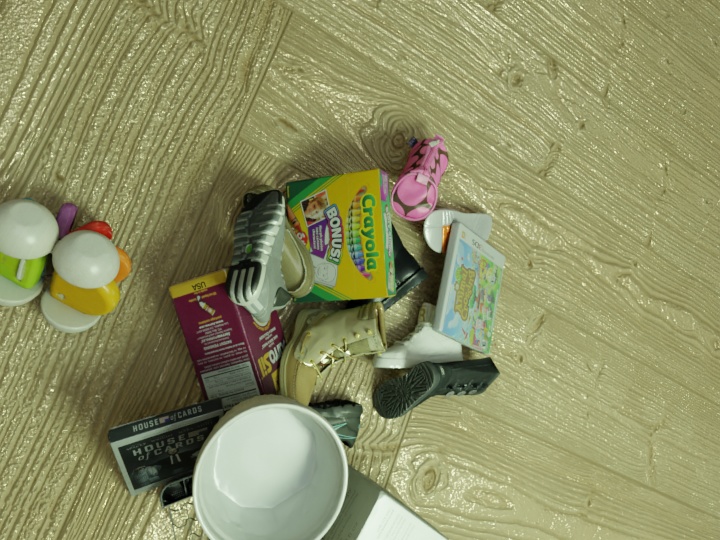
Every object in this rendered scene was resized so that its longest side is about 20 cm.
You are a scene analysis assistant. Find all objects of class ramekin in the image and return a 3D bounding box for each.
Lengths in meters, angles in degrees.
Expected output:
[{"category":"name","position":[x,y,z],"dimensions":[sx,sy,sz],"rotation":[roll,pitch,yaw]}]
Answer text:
[{"category":"ramekin","position":[-0.121,0.264,0.755],"dimensions":[0.195,0.105,0.206],"rotation":[-1,93,-15]}]

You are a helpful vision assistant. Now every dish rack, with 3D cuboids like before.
[{"category":"dish rack","position":[-0.219,0.411,0.883],"dimensions":[0.150,0.054,0.205],"rotation":[-12,82,-24]}]

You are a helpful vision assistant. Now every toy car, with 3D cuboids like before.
[{"category":"toy car","position":[-0.419,-0.026,0.789],"dimensions":[0.197,0.175,0.152],"rotation":[28,43,-19]}]

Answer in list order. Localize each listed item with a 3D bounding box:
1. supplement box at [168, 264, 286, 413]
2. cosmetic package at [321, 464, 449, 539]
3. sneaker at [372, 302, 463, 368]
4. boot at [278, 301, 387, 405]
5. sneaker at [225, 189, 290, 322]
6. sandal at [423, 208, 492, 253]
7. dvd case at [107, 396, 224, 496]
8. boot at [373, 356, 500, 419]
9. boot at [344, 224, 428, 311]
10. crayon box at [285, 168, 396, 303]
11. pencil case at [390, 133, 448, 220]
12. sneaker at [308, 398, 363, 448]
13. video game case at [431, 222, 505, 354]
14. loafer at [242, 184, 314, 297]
[{"category":"supplement box","position":[-0.190,0.096,0.866],"dimensions":[0.101,0.131,0.205],"rotation":[-15,96,14]},{"category":"cosmetic package","position":[0.009,0.440,0.914],"dimensions":[0.166,0.199,0.169],"rotation":[39,74,-17]},{"category":"sneaker","position":[0.103,0.119,1.043],"dimensions":[0.196,0.073,0.119],"rotation":[-1,86,-33]},{"category":"boot","position":[-0.038,0.132,0.885],"dimensions":[0.202,0.152,0.074],"rotation":[-77,153,-49]},{"category":"sneaker","position":[-0.140,-0.014,0.847],"dimensions":[0.116,0.073,0.204],"rotation":[62,31,-49]},{"category":"sandal","position":[0.176,-0.080,1.091],"dimensions":[0.204,0.059,0.081],"rotation":[-4,106,-44]},{"category":"dvd case","position":[-0.270,0.257,0.818],"dimensions":[0.147,0.202,0.025],"rotation":[-14,56,-23]},{"category":"boot","position":[0.142,0.215,1.045],"dimensions":[0.197,0.164,0.067],"rotation":[2,60,-45]},{"category":"boot","position":[0.000,0.000,1.000],"dimensions":[0.199,0.076,0.169],"rotation":[-38,84,3]},{"category":"crayon box","position":[-0.033,-0.053,0.939],"dimensions":[0.058,0.169,0.206],"rotation":[-1,86,-67]},{"category":"pencil case","position":[0.108,-0.167,0.991],"dimensions":[0.090,0.094,0.201],"rotation":[33,33,-8]},{"category":"sneaker","position":[-0.086,0.260,0.950],"dimensions":[0.195,0.075,0.081],"rotation":[7,87,-22]},{"category":"video game case","position":[0.210,0.038,1.069],"dimensions":[0.180,0.022,0.205],"rotation":[27,71,-44]},{"category":"loafer","position":[-0.142,-0.047,0.917],"dimensions":[0.075,0.067,0.203],"rotation":[-34,79,22]}]
